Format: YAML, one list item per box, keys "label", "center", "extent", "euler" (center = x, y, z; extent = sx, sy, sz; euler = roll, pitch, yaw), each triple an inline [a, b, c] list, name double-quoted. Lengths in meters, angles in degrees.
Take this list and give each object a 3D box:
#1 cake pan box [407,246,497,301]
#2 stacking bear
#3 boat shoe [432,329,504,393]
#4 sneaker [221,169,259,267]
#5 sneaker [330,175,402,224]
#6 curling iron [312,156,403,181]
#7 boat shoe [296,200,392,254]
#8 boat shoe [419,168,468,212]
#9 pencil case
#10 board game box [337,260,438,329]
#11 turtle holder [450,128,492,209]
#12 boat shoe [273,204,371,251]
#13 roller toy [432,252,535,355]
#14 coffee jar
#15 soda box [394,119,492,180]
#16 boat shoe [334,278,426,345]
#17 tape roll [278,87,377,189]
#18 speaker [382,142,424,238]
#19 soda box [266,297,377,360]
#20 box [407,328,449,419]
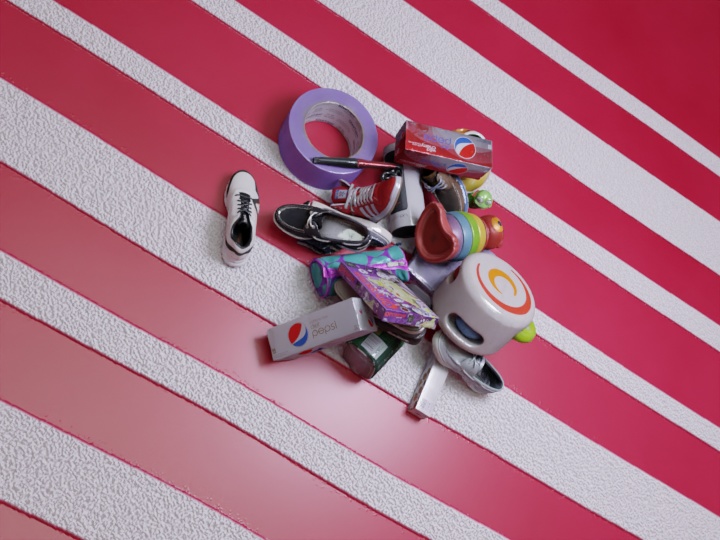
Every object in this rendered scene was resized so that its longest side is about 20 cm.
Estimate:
- label: "cake pan box"
  center: [0.206, 0.001, 1.628]
  extent: [0.200, 0.052, 0.184]
  euler: [42, 59, -5]
- label: "stacking bear"
  center: [0.223, -0.076, 1.575]
  extent: [0.199, 0.114, 0.122]
  euler: [-7, 65, -36]
- label: "boat shoe"
  center: [0.226, 0.186, 1.524]
  extent: [0.201, 0.071, 0.070]
  euler: [44, 59, -30]
- label: "sneaker"
  center: [-0.229, -0.111, 1.465]
  extent: [0.073, 0.080, 0.201]
  euler: [6, 68, -19]
- label: "sneaker"
  center: [0.006, -0.152, 1.511]
  extent: [0.112, 0.200, 0.072]
  euler: [24, 66, -12]
- label: "curling iron"
  center: [-0.001, -0.212, 1.531]
  extent: [0.199, 0.026, 0.050]
  euler: [10, 66, -20]
- label: "boat shoe"
  center: [-0.038, -0.065, 1.541]
  extent: [0.199, 0.075, 0.093]
  euler: [20, 72, -7]
- label: "boat shoe"
  center: [0.164, -0.199, 1.609]
  extent: [0.072, 0.072, 0.201]
  euler: [-22, 85, -53]
- label: "pencil case"
  center: [0.000, 0.000, 1.516]
  extent: [0.199, 0.092, 0.086]
  euler: [-10, 85, -24]
- label: "board game box"
  center: [0.048, 0.043, 1.386]
  extent: [0.120, 0.200, 0.032]
  euler: [7, 113, -30]
- label: "turtle holder"
  center: [0.227, -0.230, 1.671]
  extent: [0.140, 0.132, 0.186]
  euler: [14, 67, -19]
- label: "boat shoe"
  center: [-0.075, -0.089, 1.468]
  extent: [0.199, 0.060, 0.074]
  euler: [21, 78, -1]
- label: "roller toy"
  center: [0.242, 0.069, 1.498]
  extent: [0.182, 0.140, 0.201]
  euler: [12, 46, -33]
- label: "coffee jar"
  center: [0.057, 0.118, 1.491]
  extent: [0.085, 0.104, 0.200]
  euler: [40, 60, 12]
- label: "soda box"
  center: [0.173, -0.247, 1.547]
  extent: [0.199, 0.063, 0.070]
  euler: [10, 69, -17]
- label: "boat shoe"
  center: [0.033, 0.083, 1.423]
  extent: [0.199, 0.057, 0.067]
  euler: [27, 52, 20]
- label: "tape roll"
  center: [-0.069, -0.280, 1.589]
  extent: [0.199, 0.085, 0.201]
  euler: [7, 69, -20]
- label: "speaker"
  center: [0.097, -0.174, 1.626]
  extent: [0.081, 0.081, 0.201]
  euler: [2, 72, -22]
- label: "soda box"
  center: [-0.074, 0.111, 1.387]
  extent: [0.068, 0.199, 0.064]
  euler: [10, 62, -61]
- label: "box"
  center: [0.155, 0.210, 1.539]
  extent: [0.041, 0.039, 0.201]
  euler: [32, 63, -14]
